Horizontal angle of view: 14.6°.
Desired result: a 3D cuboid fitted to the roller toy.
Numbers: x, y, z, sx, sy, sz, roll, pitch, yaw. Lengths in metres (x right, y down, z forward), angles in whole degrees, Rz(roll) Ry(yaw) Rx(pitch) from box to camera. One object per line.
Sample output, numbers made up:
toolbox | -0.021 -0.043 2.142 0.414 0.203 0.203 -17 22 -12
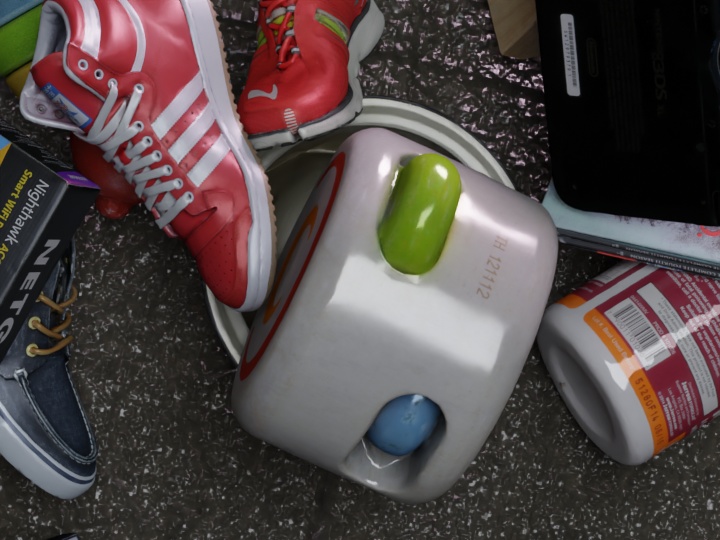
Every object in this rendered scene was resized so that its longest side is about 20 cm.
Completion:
roller toy | 0.023 0.027 1.540 0.139 0.200 0.183 25 94 -8

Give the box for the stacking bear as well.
stacking bear | -0.163 -0.131 1.636 0.121 0.114 0.200 -30 95 -12

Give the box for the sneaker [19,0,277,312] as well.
sneaker | -0.120 -0.067 1.543 0.112 0.071 0.200 -7 72 -34

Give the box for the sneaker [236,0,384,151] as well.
sneaker | -0.041 -0.136 1.621 0.077 0.200 0.085 -13 119 15

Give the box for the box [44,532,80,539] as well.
box | -0.216 0.271 1.581 0.182 0.104 0.201 -18 88 -11

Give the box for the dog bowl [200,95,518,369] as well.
dog bowl | 0.000 0.000 1.667 0.200 0.074 0.201 1 85 -11

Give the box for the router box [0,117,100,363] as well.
router box | -0.258 -0.003 1.574 0.149 0.051 0.200 33 100 16

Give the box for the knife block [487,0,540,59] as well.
knife block | 0.159 -0.214 1.642 0.199 0.176 0.064 -15 62 6

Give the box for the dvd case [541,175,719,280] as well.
dvd case | 0.218 -0.058 1.661 0.199 0.022 0.146 14 58 15

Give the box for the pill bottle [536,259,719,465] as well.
pill bottle | 0.214 0.023 1.687 0.200 0.110 0.110 -31 90 -12

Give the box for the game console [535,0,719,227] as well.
game console | 0.202 -0.137 1.601 0.116 0.175 0.201 -37 127 -49

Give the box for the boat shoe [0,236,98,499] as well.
boat shoe | -0.191 0.029 1.612 0.091 0.071 0.201 -33 89 20
